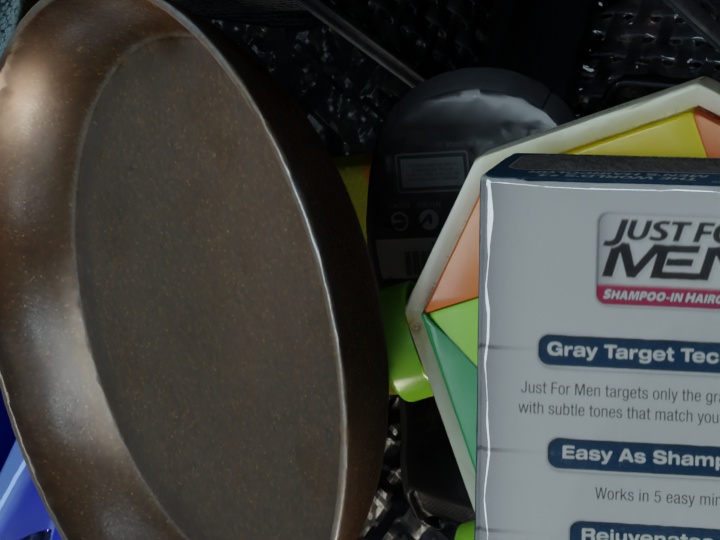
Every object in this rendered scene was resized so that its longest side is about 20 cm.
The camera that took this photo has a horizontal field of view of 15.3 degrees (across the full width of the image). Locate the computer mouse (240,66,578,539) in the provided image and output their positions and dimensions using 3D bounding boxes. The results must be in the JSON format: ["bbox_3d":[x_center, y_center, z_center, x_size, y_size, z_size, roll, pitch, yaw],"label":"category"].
[{"bbox_3d":[0.022,0.043,0.789,0.140,0.046,0.201,-8,96,26],"label":"computer mouse"}]

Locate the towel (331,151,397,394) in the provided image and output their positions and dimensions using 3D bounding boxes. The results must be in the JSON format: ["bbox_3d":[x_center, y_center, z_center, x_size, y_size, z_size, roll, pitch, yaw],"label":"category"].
[{"bbox_3d":[0.000,0.000,0.878,0.200,0.018,0.086,-3,113,43],"label":"towel"}]

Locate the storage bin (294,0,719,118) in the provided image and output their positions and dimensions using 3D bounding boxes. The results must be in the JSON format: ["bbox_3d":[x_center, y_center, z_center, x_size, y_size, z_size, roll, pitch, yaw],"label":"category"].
[{"bbox_3d":[0.057,-0.105,0.742,0.135,0.200,0.094,8,76,37],"label":"storage bin"}]

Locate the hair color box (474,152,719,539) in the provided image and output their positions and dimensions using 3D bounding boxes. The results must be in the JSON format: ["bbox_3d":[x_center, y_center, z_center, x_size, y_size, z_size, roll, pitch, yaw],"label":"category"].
[{"bbox_3d":[0.080,0.073,0.670,0.100,0.061,0.201,2,100,11],"label":"hair color box"}]

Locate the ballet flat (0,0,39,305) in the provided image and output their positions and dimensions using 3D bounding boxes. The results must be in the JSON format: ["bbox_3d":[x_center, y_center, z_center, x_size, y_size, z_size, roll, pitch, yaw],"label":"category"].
[{"bbox_3d":[-0.096,-0.077,0.904,0.074,0.074,0.200,-32,38,32],"label":"ballet flat"}]

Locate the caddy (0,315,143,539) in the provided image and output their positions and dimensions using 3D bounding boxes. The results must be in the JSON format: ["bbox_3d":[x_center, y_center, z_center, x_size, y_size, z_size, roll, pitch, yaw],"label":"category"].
[{"bbox_3d":[-0.100,0.100,0.912,0.141,0.105,0.200,33,120,29],"label":"caddy"}]

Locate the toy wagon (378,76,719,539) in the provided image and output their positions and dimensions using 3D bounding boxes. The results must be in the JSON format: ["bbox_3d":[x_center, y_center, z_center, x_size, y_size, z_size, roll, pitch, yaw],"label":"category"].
[{"bbox_3d":[0.096,0.053,0.715,0.155,0.040,0.200,-18,93,16],"label":"toy wagon"}]

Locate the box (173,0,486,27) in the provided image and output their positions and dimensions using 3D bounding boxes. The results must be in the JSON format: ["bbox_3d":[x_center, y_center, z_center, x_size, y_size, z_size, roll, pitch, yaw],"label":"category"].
[{"bbox_3d":[-0.040,-0.180,0.827,0.117,0.200,0.197,3,92,37],"label":"box"}]

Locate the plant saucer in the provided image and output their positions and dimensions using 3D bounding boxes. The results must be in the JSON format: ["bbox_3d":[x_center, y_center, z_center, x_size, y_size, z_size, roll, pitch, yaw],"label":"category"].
[{"bbox_3d":[-0.050,0.014,0.768,0.200,0.034,0.201,27,124,49],"label":"plant saucer"}]
